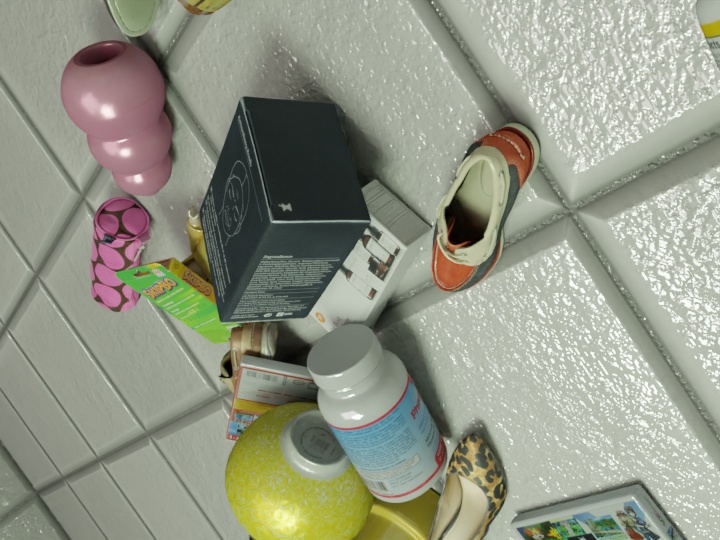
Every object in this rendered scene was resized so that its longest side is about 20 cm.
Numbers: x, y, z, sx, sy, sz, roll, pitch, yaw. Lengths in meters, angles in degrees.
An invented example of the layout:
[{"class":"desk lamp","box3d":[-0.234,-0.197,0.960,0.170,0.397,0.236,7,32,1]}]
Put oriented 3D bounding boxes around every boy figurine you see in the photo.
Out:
[{"class":"boy figurine","box3d":[-0.193,-0.027,1.021,0.125,0.064,0.199,53,140,-4]}]

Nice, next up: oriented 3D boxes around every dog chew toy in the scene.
[{"class":"dog chew toy","box3d":[-0.295,-0.181,0.969,0.124,0.124,0.201,25,142,31]}]

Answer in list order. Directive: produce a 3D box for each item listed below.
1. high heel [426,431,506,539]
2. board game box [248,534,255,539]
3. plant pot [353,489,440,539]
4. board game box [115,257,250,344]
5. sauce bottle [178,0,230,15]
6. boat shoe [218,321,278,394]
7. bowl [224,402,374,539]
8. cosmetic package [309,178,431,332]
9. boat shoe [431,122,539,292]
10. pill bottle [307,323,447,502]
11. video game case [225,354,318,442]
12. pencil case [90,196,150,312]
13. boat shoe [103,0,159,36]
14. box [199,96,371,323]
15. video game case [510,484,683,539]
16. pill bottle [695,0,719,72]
[{"class":"high heel","box3d":[0.106,0.292,0.888,0.071,0.142,0.202,22,132,33]},{"class":"board game box","box3d":[-0.088,0.413,1.159,0.056,0.165,0.202,25,134,27]},{"class":"plant pot","box3d":[0.032,0.409,1.016,0.200,0.188,0.203,27,136,29]},{"class":"board game box","box3d":[-0.231,0.042,1.048,0.095,0.030,0.200,-10,145,35]},{"class":"sauce bottle","box3d":[-0.108,-0.305,0.724,0.199,0.066,0.067,-10,111,47]},{"class":"boat shoe","box3d":[-0.163,0.136,1.082,0.071,0.076,0.201,8,136,-10]},{"class":"bowl","box3d":[-0.062,0.237,0.957,0.200,0.200,0.108,40,135,17]},{"class":"cosmetic package","box3d":[0.000,0.000,0.852,0.082,0.051,0.201,43,141,14]},{"class":"boat shoe","box3d":[0.101,-0.044,0.706,0.071,0.062,0.201,38,141,16]},{"class":"pill bottle","box3d":[0.018,0.162,0.880,0.108,0.109,0.201,5,133,43]},{"class":"video game case","box3d":[-0.108,0.194,1.072,0.141,0.018,0.201,12,136,-7]},{"class":"pencil case","box3d":[-0.375,-0.016,1.200,0.093,0.091,0.201,31,141,5]},{"class":"boat shoe","box3d":[-0.268,-0.364,0.842,0.060,0.071,0.203,23,126,38]},{"class":"box","box3d":[-0.089,-0.057,0.809,0.200,0.106,0.150,-54,46,51]},{"class":"video game case","box3d":[0.281,0.326,0.832,0.183,0.022,0.200,52,143,2]},{"class":"pill bottle","box3d":[0.262,-0.132,0.432,0.114,0.114,0.201,-16,106,50]}]
